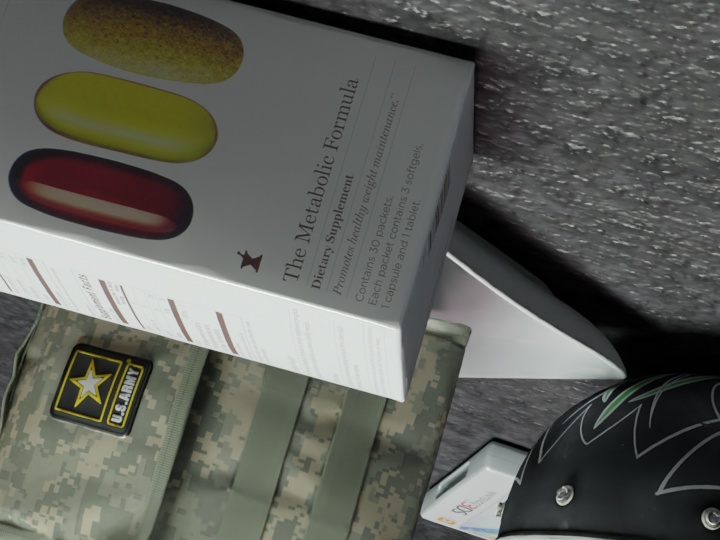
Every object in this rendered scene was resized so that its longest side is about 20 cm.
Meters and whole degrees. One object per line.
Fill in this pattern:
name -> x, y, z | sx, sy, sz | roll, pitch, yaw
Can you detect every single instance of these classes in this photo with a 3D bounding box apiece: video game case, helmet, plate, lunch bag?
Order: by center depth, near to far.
lunch bag -> -0.069, 0.075, 1.058 | 0.198, 0.165, 0.118 | 19, 167, -6
plate -> 0.000, 0.000, 1.092 | 0.198, 0.033, 0.200 | 0, 156, 44
helmet -> 0.162, 0.144, 1.117 | 0.198, 0.193, 0.200 | -10, -174, 1
video game case -> 0.150, 0.165, 1.459 | 0.198, 0.022, 0.182 | 19, 162, -6

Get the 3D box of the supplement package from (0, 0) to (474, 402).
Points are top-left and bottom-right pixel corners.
supplement package -> -0.064, -0.037, 0.906 | 0.198, 0.115, 0.110 | 14, 163, 7
